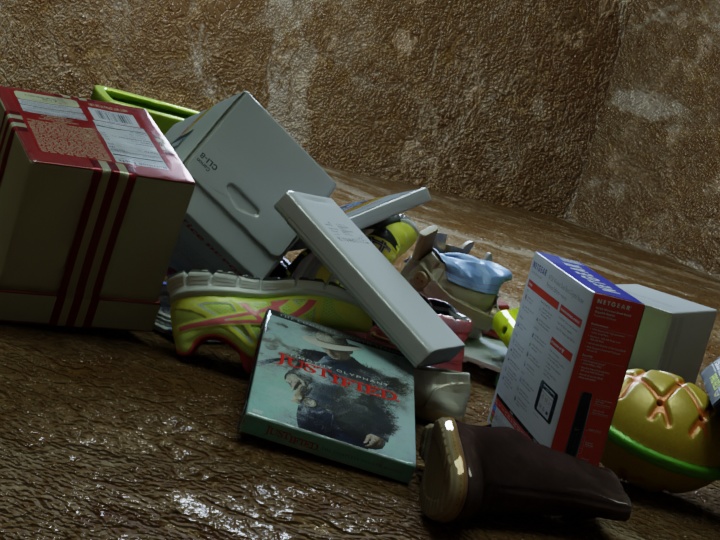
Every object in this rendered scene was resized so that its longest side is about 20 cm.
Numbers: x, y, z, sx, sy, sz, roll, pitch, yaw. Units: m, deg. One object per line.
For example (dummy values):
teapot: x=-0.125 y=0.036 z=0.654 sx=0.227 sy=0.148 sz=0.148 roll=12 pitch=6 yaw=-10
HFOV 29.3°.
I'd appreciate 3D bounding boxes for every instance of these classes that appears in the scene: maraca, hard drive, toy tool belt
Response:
maraca: x=0.295 y=0.156 z=1.283 sx=0.199 sy=0.107 sz=0.137 roll=20 pitch=22 yaw=-6
hard drive: x=0.011 y=0.007 z=1.305 sx=0.200 sy=0.026 sz=0.132 roll=48 pitch=13 yaw=13
toy tool belt: x=0.124 y=0.014 z=1.640 sx=0.199 sy=0.124 sz=0.125 roll=7 pitch=13 yaw=-45

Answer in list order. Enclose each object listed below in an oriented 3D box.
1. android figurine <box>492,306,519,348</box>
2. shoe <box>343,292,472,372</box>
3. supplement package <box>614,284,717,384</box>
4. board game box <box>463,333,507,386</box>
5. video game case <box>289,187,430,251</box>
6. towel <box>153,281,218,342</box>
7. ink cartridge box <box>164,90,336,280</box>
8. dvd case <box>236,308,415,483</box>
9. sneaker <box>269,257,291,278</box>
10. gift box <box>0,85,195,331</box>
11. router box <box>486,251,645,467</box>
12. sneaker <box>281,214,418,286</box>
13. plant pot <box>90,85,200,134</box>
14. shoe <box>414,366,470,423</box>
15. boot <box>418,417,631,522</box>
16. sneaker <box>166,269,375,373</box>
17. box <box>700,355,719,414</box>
android figurine: x=0.228 y=0.100 z=1.579 sx=0.181 sy=0.041 sz=0.200 roll=27 pitch=17 yaw=-21
shoe: x=0.040 y=0.062 z=1.463 sx=0.071 sy=0.092 sz=0.200 roll=8 pitch=12 yaw=-41
supplement package: x=0.357 y=0.090 z=1.756 sx=0.121 sy=0.120 sz=0.200 roll=19 pitch=9 yaw=29
board game box: x=0.131 y=0.095 z=1.642 sx=0.199 sy=0.026 sz=0.200 roll=19 pitch=10 yaw=20
video game case: x=-0.030 y=-0.051 z=1.500 sx=0.142 sy=0.018 sz=0.200 roll=-23 pitch=8 yaw=-26
towel: x=-0.202 y=0.034 z=1.443 sx=0.199 sy=0.024 sz=0.147 roll=22 pitch=10 yaw=37
ink cartridge box: x=-0.152 y=-0.075 z=1.459 sx=0.145 sy=0.145 sz=0.200 roll=44 pitch=-23 yaw=-18
dvd case: x=-0.023 y=0.102 z=1.174 sx=0.145 sy=0.022 sz=0.200 roll=18 pitch=21 yaw=-5
sneaker: x=-0.110 y=0.020 z=1.532 sx=0.082 sy=0.071 sz=0.199 roll=17 pitch=9 yaw=-33
gift box: x=-0.273 y=-0.053 z=1.305 sx=0.184 sy=0.188 sz=0.200 roll=9 pitch=26 yaw=-28
router box: x=0.181 y=0.090 z=1.253 sx=0.049 sy=0.181 sz=0.200 roll=13 pitch=9 yaw=-10
sneaker: x=0.000 y=0.000 z=1.501 sx=0.076 sy=0.076 sz=0.200 roll=47 pitch=45 yaw=16
plant pot: x=-0.263 y=-0.120 z=1.777 sx=0.199 sy=0.183 sz=0.199 roll=13 pitch=9 yaw=-17
shoe: x=0.011 y=0.096 z=1.323 sx=0.199 sy=0.054 sz=0.070 roll=17 pitch=9 yaw=10
boot: x=0.131 y=0.161 z=1.064 sx=0.165 sy=0.073 sz=0.200 roll=14 pitch=5 yaw=-1
sneaker: x=-0.085 y=0.053 z=1.297 sx=0.199 sy=0.091 sz=0.078 roll=3 pitch=-13 yaw=-1
box: x=0.402 y=0.169 z=1.278 sx=0.200 sy=0.044 sz=0.160 roll=48 pitch=12 yaw=3
